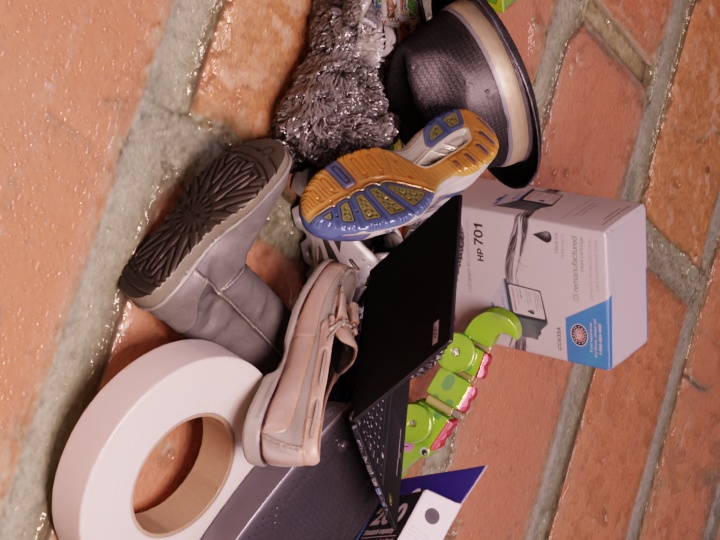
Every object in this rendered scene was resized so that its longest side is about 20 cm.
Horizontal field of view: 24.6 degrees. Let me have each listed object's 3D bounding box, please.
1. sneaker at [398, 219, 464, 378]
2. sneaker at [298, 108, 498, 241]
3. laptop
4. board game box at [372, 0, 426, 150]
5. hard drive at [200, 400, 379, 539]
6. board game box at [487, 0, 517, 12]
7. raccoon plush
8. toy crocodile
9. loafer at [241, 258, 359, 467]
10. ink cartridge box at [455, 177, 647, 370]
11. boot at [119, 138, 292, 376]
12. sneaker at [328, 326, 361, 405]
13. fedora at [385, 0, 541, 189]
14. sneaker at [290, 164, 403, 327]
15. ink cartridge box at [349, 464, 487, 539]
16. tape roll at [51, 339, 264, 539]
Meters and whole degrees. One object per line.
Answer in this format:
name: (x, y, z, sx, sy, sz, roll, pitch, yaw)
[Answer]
sneaker: (0.049, 0.009, 1.545, 0.090, 0.070, 0.200, -107, -156, -54)
sneaker: (0.028, -0.059, 1.349, 0.200, 0.075, 0.088, -24, 160, -34)
laptop: (0.052, 0.074, 1.331, 0.177, 0.103, 0.200, -82, 158, -48)
board game box: (0.034, -0.177, 1.512, 0.105, 0.023, 0.200, -49, 136, -40)
hard drive: (-0.059, 0.208, 1.350, 0.200, 0.042, 0.135, -51, 142, -14)
board game box: (0.163, -0.343, 1.639, 0.200, 0.048, 0.102, -44, 132, -43)
raccoon plush: (-0.040, -0.153, 1.352, 0.200, 0.097, 0.134, -33, 118, -48)
toy crocodile: (0.085, 0.120, 1.599, 0.200, 0.062, 0.068, -59, 168, 3)
loafer: (-0.031, 0.076, 1.310, 0.072, 0.063, 0.200, 78, 28, -46)
ink cartridge box: (0.173, 0.000, 1.611, 0.086, 0.200, 0.147, -32, 124, -47)
boot: (-0.084, 0.013, 1.322, 0.182, 0.073, 0.200, -45, 133, -3)
sneaker: (-0.025, 0.135, 1.447, 0.078, 0.075, 0.200, -5, 107, -41)
fedora: (0.080, -0.151, 1.460, 0.091, 0.201, 0.201, -26, 126, -14)
sneaker: (0.000, 0.000, 1.453, 0.074, 0.088, 0.200, -49, 138, -40)
ink cartridge box: (0.001, 0.245, 1.425, 0.043, 0.198, 0.200, 42, 62, -15)
tape roll: (-0.147, 0.150, 1.272, 0.203, 0.037, 0.203, -30, 134, -37)
